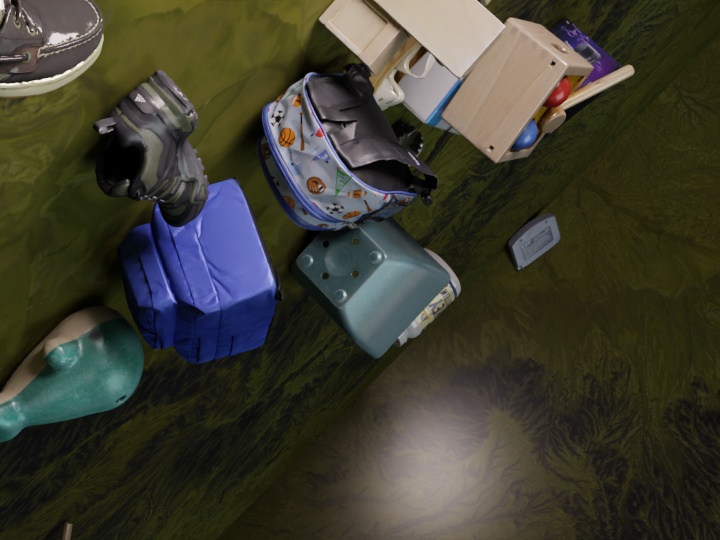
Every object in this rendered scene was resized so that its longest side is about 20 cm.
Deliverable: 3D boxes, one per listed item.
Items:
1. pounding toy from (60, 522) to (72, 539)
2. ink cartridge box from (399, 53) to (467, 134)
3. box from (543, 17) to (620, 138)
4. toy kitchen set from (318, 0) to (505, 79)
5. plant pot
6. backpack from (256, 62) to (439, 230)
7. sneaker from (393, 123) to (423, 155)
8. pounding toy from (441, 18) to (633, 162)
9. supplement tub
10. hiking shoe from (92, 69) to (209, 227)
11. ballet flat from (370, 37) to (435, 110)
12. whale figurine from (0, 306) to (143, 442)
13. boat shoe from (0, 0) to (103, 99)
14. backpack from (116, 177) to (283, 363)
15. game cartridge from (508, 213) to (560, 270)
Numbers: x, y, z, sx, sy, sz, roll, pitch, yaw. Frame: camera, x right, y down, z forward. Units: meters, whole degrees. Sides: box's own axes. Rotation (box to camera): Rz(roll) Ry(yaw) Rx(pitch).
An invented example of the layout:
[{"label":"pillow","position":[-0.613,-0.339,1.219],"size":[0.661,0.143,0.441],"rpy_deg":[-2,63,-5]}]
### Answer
[{"label":"pounding toy","position":[-0.542,0.572,1.691],"size":[0.142,0.185,0.199],"rpy_deg":[-40,174,41]},{"label":"ink cartridge box","position":[0.137,-0.283,1.439],"size":[0.146,0.084,0.200],"rpy_deg":[-51,166,15]},{"label":"box","position":[0.354,-0.352,1.817],"size":[0.200,0.141,0.079],"rpy_deg":[-39,164,-32]},{"label":"toy kitchen set","position":[0.095,-0.280,1.122],"size":[0.200,0.163,0.180],"rpy_deg":[-47,168,6]},{"label":"plant pot","position":[0.000,0.000,1.650],"size":[0.196,0.196,0.200],"rpy_deg":[-47,159,4]},{"label":"backpack","position":[-0.032,-0.137,1.146],"size":[0.153,0.201,0.190],"rpy_deg":[-36,168,17]},{"label":"sneaker","position":[0.026,-0.138,1.554],"size":[0.200,0.077,0.085],"rpy_deg":[-44,173,-10]},{"label":"pounding toy","position":[0.246,-0.243,1.369],"size":[0.185,0.142,0.200],"rpy_deg":[-54,165,23]},{"label":"supplement tub","position":[0.120,0.063,2.323],"size":[0.200,0.145,0.145],"rpy_deg":[-43,167,-13]},{"label":"hiking shoe","position":[-0.204,-0.099,0.942],"size":[0.100,0.076,0.201],"rpy_deg":[-32,154,-20]},{"label":"ballet flat","position":[0.045,-0.252,1.278],"size":[0.200,0.063,0.069],"rpy_deg":[-51,166,19]},{"label":"whale figurine","position":[-0.331,0.132,1.131],"size":[0.200,0.104,0.160],"rpy_deg":[-39,166,-30]},{"label":"boat shoe","position":[-0.239,-0.151,0.630],"size":[0.200,0.072,0.066],"rpy_deg":[-27,163,-46]},{"label":"backpack","position":[-0.184,0.011,1.141],"size":[0.166,0.164,0.200],"rpy_deg":[-13,159,-11]},{"label":"game cartridge","position":[0.602,-0.107,3.475],"size":[0.199,0.041,0.134],"rpy_deg":[-35,131,-14]}]
